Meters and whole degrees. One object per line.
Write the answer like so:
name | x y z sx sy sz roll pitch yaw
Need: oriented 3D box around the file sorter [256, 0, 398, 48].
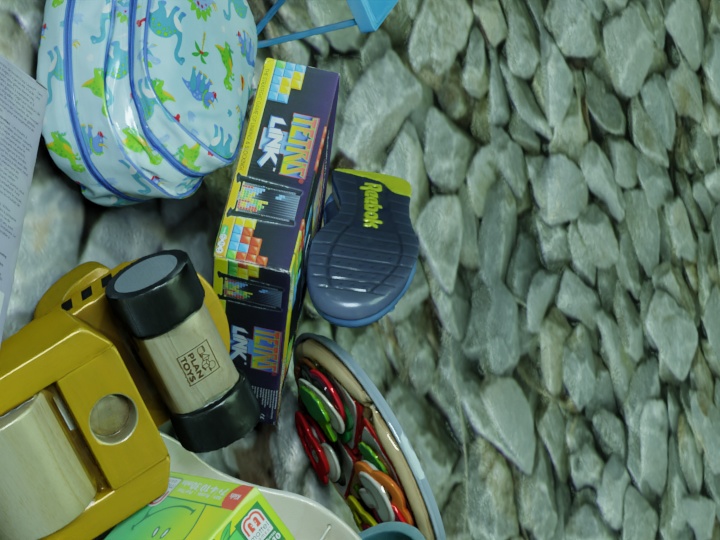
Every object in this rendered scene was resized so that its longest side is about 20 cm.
file sorter | -0.052 -0.282 1.827 0.201 0.122 0.139 64 35 -23

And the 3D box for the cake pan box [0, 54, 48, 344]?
cake pan box | -0.268 -0.067 1.474 0.200 0.052 0.186 38 53 -49

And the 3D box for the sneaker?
sneaker | 0.000 0.000 1.718 0.200 0.073 0.083 -74 178 -65

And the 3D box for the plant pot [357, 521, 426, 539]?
plant pot | 0.053 0.306 1.698 0.196 0.200 0.201 35 50 -23

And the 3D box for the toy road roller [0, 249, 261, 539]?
toy road roller | -0.171 0.071 1.558 0.199 0.146 0.124 -33 115 -17

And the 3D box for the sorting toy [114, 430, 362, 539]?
sorting toy | -0.119 0.201 1.608 0.180 0.106 0.200 50 51 -20

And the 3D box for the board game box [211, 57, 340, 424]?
board game box | -0.061 -0.017 1.701 0.201 0.056 0.166 99 5 -58

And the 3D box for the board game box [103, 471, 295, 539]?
board game box | -0.140 0.209 1.484 0.200 0.101 0.048 -48 118 -25

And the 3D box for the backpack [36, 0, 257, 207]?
backpack | -0.142 -0.140 1.640 0.163 0.153 0.201 49 57 -50

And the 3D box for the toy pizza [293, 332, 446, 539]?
toy pizza | -0.002 0.138 1.764 0.032 0.200 0.201 -27 109 -17
